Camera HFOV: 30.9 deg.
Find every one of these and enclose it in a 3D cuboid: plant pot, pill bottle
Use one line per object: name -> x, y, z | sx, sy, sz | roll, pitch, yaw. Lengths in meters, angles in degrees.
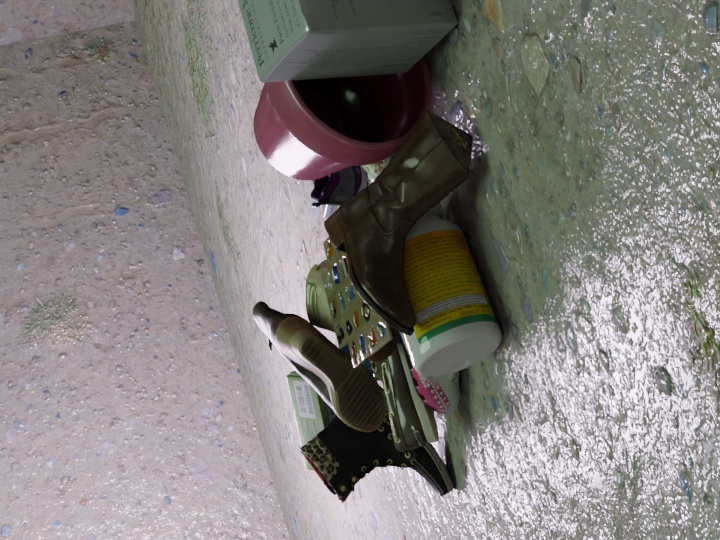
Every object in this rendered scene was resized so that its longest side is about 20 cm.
plant pot -> -0.039, -0.202, 1.572 | 0.179, 0.198, 0.203 | -37, 66, 57
pill bottle -> 0.084, 0.011, 1.539 | 0.113, 0.111, 0.202 | 105, 149, -62

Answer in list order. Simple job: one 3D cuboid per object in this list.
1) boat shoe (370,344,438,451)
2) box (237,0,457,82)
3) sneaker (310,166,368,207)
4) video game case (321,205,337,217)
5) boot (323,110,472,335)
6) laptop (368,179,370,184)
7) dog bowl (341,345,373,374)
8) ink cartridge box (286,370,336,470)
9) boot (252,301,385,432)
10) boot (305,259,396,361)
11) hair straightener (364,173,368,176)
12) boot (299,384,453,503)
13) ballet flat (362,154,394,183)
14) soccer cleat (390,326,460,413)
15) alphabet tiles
boat shoe -> 0.046, 0.138, 1.725 | 0.072, 0.059, 0.202 | 27, -136, -75
box -> -0.027, -0.329, 1.442 | 0.131, 0.198, 0.201 | -35, 68, 57
sneaker -> -0.051, -0.183, 1.737 | 0.074, 0.087, 0.203 | -24, 79, 45
video game case -> -0.046, -0.210, 1.970 | 0.182, 0.023, 0.203 | 108, 158, -64
boot -> 0.068, -0.056, 1.457 | 0.187, 0.200, 0.064 | 56, -159, 23
laptop -> -0.028, -0.087, 1.889 | 0.188, 0.114, 0.202 | 110, 144, -65
dog bowl -> 0.005, 0.058, 1.850 | 0.112, 0.049, 0.202 | 91, -173, -59
ink cartridge box -> -0.001, 0.198, 1.956 | 0.075, 0.198, 0.150 | 0, 105, 51
boot -> -0.056, 0.127, 1.791 | 0.200, 0.072, 0.166 | 50, 170, -28
boot -> 0.000, 0.000, 1.706 | 0.155, 0.072, 0.203 | 25, 109, 48
hair straightener -> -0.019, -0.154, 1.808 | 0.199, 0.041, 0.078 | 0, 89, 48
boot -> 0.023, 0.273, 1.848 | 0.201, 0.150, 0.073 | 50, 166, 1
ballet flat -> 0.026, -0.169, 1.685 | 0.076, 0.063, 0.203 | -30, -65, -68
soccer cleat -> 0.102, 0.106, 1.655 | 0.070, 0.085, 0.201 | -77, -34, -48
alphabet tiles -> -0.005, 0.023, 1.604 | 0.200, 0.006, 0.169 | 137, 121, -63
